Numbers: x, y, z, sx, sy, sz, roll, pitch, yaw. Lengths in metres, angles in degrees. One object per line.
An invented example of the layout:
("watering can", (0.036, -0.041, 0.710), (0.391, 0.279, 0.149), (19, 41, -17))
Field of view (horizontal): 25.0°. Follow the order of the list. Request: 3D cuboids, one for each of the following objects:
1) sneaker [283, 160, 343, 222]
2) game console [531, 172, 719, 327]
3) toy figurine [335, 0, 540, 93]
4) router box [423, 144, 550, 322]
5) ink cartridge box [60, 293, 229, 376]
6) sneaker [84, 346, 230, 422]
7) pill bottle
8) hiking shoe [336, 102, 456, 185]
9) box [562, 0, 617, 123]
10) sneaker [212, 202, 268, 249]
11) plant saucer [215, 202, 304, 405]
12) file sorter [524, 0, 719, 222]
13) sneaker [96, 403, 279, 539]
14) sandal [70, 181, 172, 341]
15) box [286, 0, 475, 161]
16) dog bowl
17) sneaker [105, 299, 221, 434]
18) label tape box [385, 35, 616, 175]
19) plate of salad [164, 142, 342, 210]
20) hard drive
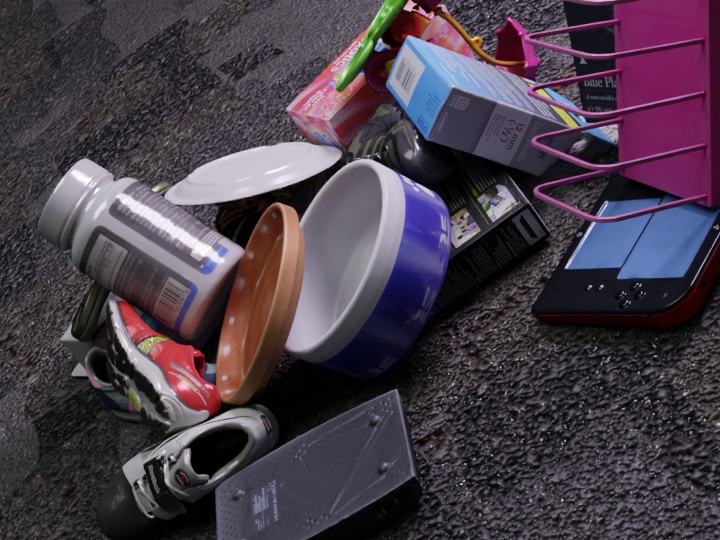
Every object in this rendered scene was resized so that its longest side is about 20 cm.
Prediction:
("sneaker", (-0.061, -0.036, 1.768), (0.082, 0.075, 0.200), (-30, 22, 37))
("game console", (0.261, -0.030, 1.464), (0.176, 0.031, 0.200), (3, 48, 46))
("toy figurine", (0.101, -0.228, 1.748), (0.201, 0.183, 0.150), (-57, 9, -4))
("router box", (0.091, -0.053, 1.640), (0.149, 0.051, 0.200), (-35, 31, 6))
("ink cartridge box", (-0.255, 0.058, 1.821), (0.199, 0.067, 0.116), (-4, 44, 42))
("sneaker", (-0.212, 0.114, 1.691), (0.199, 0.082, 0.070), (-7, 42, 39))
("pill bottle", (-0.230, -0.025, 1.696), (0.114, 0.199, 0.114), (-57, -5, -8))
("hiking shoe", (0.031, -0.105, 1.663), (0.101, 0.076, 0.200), (-47, 17, 3))
("box", (0.298, -0.244, 1.519), (0.117, 0.201, 0.196), (-25, 21, -34))
("sneaker", (-0.132, -0.040, 1.835), (0.090, 0.070, 0.201), (-24, 29, 30))
("plant saucer", (-0.095, 0.034, 1.584), (0.200, 0.032, 0.202), (-164, 90, -73))
("file sorter", (0.223, -0.156, 1.419), (0.125, 0.201, 0.139), (-14, 21, -23))
("sneaker", (-0.174, 0.191, 1.533), (0.199, 0.074, 0.088), (-35, -4, 6))
("sandal", (-0.256, -0.006, 1.792), (0.202, 0.057, 0.080), (-66, 9, -15))
("box", (0.028, -0.207, 1.858), (0.200, 0.103, 0.094), (-45, 33, -16))
("dog bowl", (0.000, 0.000, 1.559), (0.200, 0.078, 0.201), (-45, 32, 39))
("sneaker", (-0.200, 0.096, 1.628), (0.084, 0.077, 0.200), (-11, 37, -27))
("label tape box", (0.141, -0.158, 1.643), (0.066, 0.199, 0.143), (-63, 27, 19))
("plate of salad", (-0.114, -0.096, 1.761), (0.199, 0.048, 0.200), (-12, 16, 4))
("hard drive", (-0.037, 0.199, 1.445), (0.199, 0.042, 0.135), (-30, 32, 12))
